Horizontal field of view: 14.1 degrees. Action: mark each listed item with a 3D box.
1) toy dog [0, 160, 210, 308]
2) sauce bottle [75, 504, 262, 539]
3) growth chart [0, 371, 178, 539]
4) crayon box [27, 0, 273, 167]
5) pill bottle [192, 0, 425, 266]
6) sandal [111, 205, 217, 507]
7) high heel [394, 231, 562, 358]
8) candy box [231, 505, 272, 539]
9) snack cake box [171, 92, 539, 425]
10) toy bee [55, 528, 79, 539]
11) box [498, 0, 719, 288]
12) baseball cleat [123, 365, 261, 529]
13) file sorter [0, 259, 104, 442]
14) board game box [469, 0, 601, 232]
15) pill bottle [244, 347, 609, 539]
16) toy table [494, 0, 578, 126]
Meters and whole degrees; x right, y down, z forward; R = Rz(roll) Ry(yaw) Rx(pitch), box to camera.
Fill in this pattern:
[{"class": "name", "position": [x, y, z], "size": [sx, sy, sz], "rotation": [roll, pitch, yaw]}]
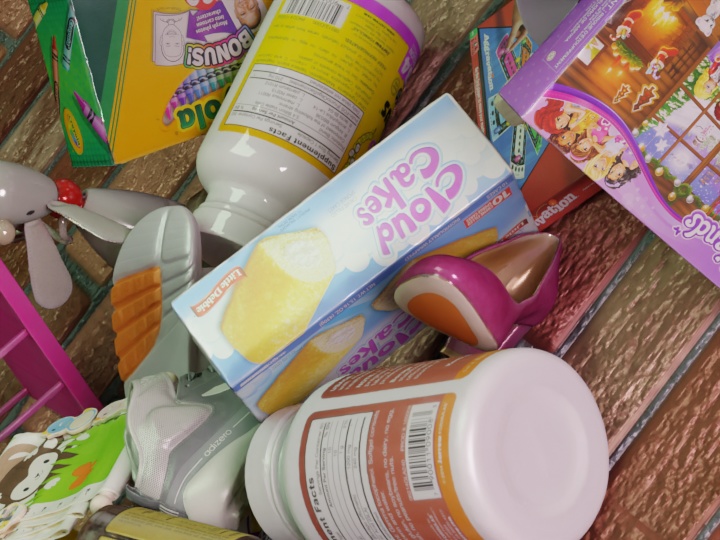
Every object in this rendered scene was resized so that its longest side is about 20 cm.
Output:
[{"class": "toy dog", "position": [-0.167, -0.009, 1.924], "size": [0.132, 0.199, 0.097], "rotation": [123, 145, -60]}, {"class": "sauce bottle", "position": [-0.074, 0.179, 1.638], "size": [0.199, 0.065, 0.065], "rotation": [12, 67, 39]}, {"class": "growth chart", "position": [-0.204, 0.134, 1.802], "size": [0.199, 0.018, 0.145], "rotation": [-24, 27, 26]}, {"class": "crayon box", "position": [-0.114, -0.153, 1.941], "size": [0.199, 0.119, 0.058], "rotation": [-22, 13, -34]}, {"class": "pill bottle", "position": [-0.041, -0.092, 1.892], "size": [0.104, 0.104, 0.201], "rotation": [0, 59, 53]}, {"class": "sandal", "position": [-0.113, 0.063, 1.850], "size": [0.079, 0.059, 0.208], "rotation": [-1, 89, 46]}, {"class": "high heel", "position": [0.074, -0.001, 1.593], "size": [0.067, 0.200, 0.096], "rotation": [27, 82, 20]}, {"class": "candy box", "position": [-0.056, 0.208, 1.684], "size": [0.102, 0.026, 0.200], "rotation": [-37, 34, 18]}, {"class": "snack cake box", "position": [0.000, 0.000, 1.663], "size": [0.200, 0.115, 0.067], "rotation": [-38, 67, -2]}, {"class": "toy bee", "position": [-0.224, 0.211, 1.827], "size": [0.131, 0.109, 0.200], "rotation": [-52, 31, -2]}, {"class": "box", "position": [0.185, -0.079, 1.480], "size": [0.137, 0.200, 0.039], "rotation": [-48, 29, 7]}, {"class": "baseball cleat", "position": [-0.079, 0.068, 1.752], "size": [0.070, 0.106, 0.200], "rotation": [104, -169, -45]}, {"class": "file sorter", "position": [-0.284, 0.058, 1.944], "size": [0.125, 0.200, 0.139], "rotation": [-40, 28, -16]}, {"class": "board game box", "position": [0.115, -0.107, 1.781], "size": [0.103, 0.019, 0.201], "rotation": [-35, 35, 26]}, {"class": "pill bottle", "position": [0.031, 0.107, 1.587], "size": [0.199, 0.112, 0.113], "rotation": [-11, 50, 49]}, {"class": "toy table", "position": [0.162, -0.160, 1.635], "size": [0.200, 0.184, 0.117], "rotation": [-44, 13, 37]}]
